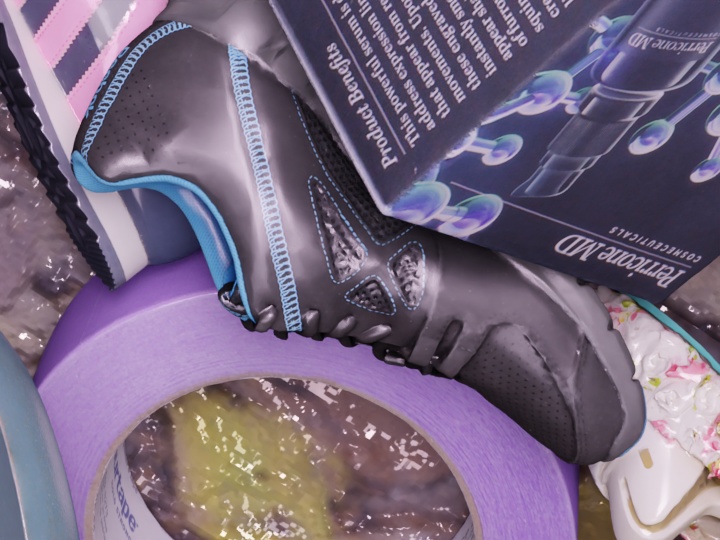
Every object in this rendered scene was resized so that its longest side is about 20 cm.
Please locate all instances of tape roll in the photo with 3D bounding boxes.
[{"bbox_3d":[-0.023,0.079,0.867,0.199,0.066,0.201,3,119,5],"label":"tape roll"}]

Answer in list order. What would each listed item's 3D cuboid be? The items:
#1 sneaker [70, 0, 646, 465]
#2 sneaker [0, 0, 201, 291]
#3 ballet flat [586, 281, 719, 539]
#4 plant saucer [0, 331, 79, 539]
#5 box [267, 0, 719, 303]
[{"bbox_3d":[0.000,0.000,0.760,0.200,0.073,0.082,42,74,-5],"label":"sneaker"},{"bbox_3d":[-0.085,-0.099,0.789,0.082,0.070,0.201,-24,111,-14],"label":"sneaker"},{"bbox_3d":[0.124,0.085,0.807,0.200,0.064,0.076,44,155,16],"label":"ballet flat"},{"bbox_3d":[-0.133,0.098,0.834,0.027,0.200,0.201,-7,123,-27],"label":"plant saucer"},{"bbox_3d":[0.095,-0.101,0.696,0.200,0.107,0.148,-41,148,24],"label":"box"}]
